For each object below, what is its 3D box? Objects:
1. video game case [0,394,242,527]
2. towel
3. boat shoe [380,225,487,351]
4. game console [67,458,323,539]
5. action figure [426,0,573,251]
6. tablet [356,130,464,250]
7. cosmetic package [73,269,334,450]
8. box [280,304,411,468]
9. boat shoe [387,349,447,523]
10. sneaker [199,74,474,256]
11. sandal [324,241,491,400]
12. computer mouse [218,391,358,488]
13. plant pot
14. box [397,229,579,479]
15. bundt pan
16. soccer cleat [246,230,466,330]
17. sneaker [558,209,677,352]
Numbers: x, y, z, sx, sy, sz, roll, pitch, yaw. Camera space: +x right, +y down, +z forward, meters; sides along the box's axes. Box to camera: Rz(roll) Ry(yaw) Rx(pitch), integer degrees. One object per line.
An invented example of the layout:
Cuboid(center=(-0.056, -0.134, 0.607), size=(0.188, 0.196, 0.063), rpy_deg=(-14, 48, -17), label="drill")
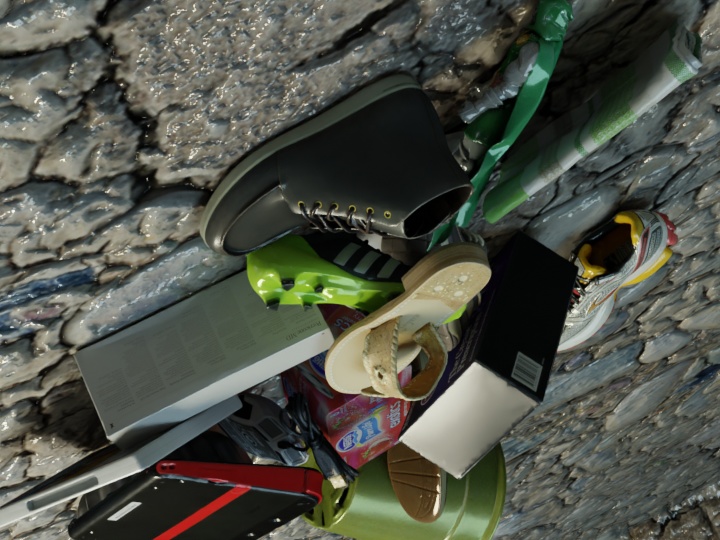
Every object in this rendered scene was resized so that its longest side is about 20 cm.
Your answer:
Cuboid(center=(-0.215, 0.167, 1.154), size=(0.200, 0.017, 0.143), rpy_deg=(-25, -177, 35), label="video game case")
Cuboid(center=(0.183, -0.122, 1.044), size=(0.200, 0.031, 0.149), rpy_deg=(-37, -175, 22), label="towel")
Cuboid(center=(0.069, -0.010, 1.151), size=(0.073, 0.074, 0.200), rpy_deg=(-50, 156, -24), label="boat shoe")
Cuboid(center=(-0.147, 0.212, 1.185), size=(0.177, 0.031, 0.200), rpy_deg=(14, 147, -31), label="game console")
Cuboid(center=(0.101, -0.117, 0.980), size=(0.200, 0.055, 0.118), rpy_deg=(-60, 180, 23), label="action figure")
Cuboid(center=(0.026, -0.047, 1.117), size=(0.130, 0.014, 0.200), rpy_deg=(-14, 152, -28), label="tablet")
Cuboid(center=(-0.128, 0.067, 1.093), size=(0.200, 0.083, 0.051), rpy_deg=(-26, 155, -4), label="cosmetic package")
Cuboid(center=(-0.015, 0.114, 1.271), size=(0.095, 0.100, 0.200), rpy_deg=(-29, 157, -13), label="box")
Cuboid(center=(0.072, 0.166, 1.394), size=(0.072, 0.200, 0.072), rpy_deg=(-3, -173, 41), label="boat shoe")
Cuboid(center=(-0.022, -0.048, 0.952), size=(0.200, 0.106, 0.075), rpy_deg=(-34, 155, 13), label="sneaker")
Cuboid(center=(0.037, 0.066, 1.029), size=(0.078, 0.070, 0.212), rpy_deg=(9, 140, -29), label="sandal")
Cuboid(center=(-0.078, 0.148, 1.245), size=(0.044, 0.110, 0.200), rpy_deg=(-48, -154, -21), label="computer mouse")
Cuboid(center=(0.029, 0.238, 1.492), size=(0.190, 0.200, 0.200), rpy_deg=(11, 136, -38), label="plant pot")
Cuboid(center=(0.124, 0.078, 1.250), size=(0.141, 0.079, 0.200), rpy_deg=(-54, -174, 41), label="box")
Cuboid(center=(-0.199, 0.229, 1.338), size=(0.202, 0.076, 0.202), rpy_deg=(-22, 155, -11), label="bundt pan")
Cuboid(center=(0.000, 0.000, 1.057), size=(0.200, 0.081, 0.068), rpy_deg=(12, 139, -31), label="soccer cleat")
Cuboid(center=(0.235, 0.006, 1.375), size=(0.082, 0.078, 0.200), rpy_deg=(13, 124, -50), label="sneaker")
